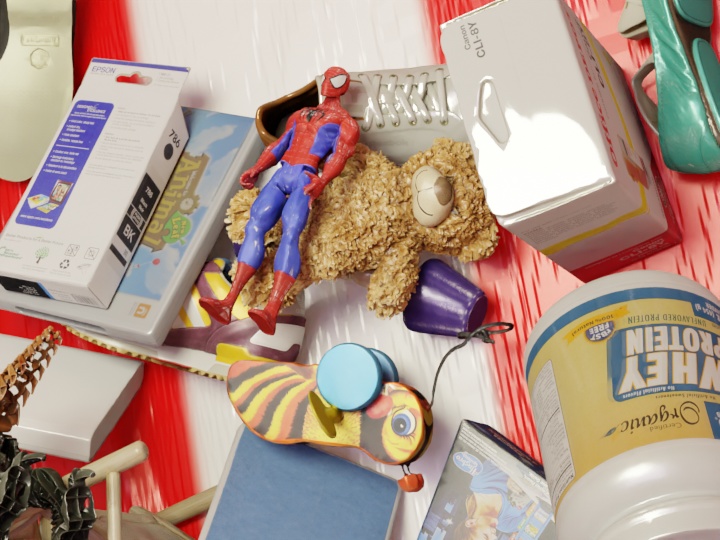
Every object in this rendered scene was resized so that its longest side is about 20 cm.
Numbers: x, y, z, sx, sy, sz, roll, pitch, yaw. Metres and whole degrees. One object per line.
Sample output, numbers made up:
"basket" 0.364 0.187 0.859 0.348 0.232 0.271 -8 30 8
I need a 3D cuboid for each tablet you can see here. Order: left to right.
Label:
"tablet" -0.049 0.201 1.232 0.130 0.014 0.201 22 46 -5

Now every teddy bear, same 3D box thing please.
"teddy bear" -0.003 -0.035 1.267 0.199 0.067 0.146 2 59 17

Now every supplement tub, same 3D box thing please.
"supplement tub" 0.187 0.116 1.134 0.144 0.145 0.201 -24 45 17

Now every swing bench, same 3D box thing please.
"swing bench" -0.195 0.204 1.281 0.199 0.199 0.131 -8 77 22

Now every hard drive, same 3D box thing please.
"hard drive" -0.279 0.088 1.353 0.199 0.132 0.027 10 114 8

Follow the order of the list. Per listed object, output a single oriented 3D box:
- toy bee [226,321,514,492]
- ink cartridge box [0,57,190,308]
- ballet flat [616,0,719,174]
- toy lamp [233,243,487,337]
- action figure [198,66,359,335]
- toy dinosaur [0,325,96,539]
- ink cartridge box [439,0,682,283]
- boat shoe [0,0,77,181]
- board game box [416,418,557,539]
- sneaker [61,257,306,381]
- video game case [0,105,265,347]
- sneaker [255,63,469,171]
"toy bee" 0.005 0.103 1.244 0.199 0.131 0.109 -12 79 34
"ink cartridge box" -0.199 -0.070 1.360 0.099 0.039 0.201 9 64 29
"ballet flat" 0.216 -0.160 1.255 0.070 0.067 0.201 -20 70 33
"toy lamp" 0.000 0.000 1.316 0.199 0.058 0.059 20 88 24
"action figure" -0.049 -0.056 1.241 0.065 0.052 0.201 9 64 31
"toy dinosaur" -0.249 0.136 1.162 0.135 0.102 0.201 26 112 41
"ink cartridge box" 0.138 -0.087 1.196 0.083 0.200 0.146 -21 73 17
"boat shoe" -0.269 -0.174 1.463 0.073 0.063 0.203 7 96 -7
"board game box" 0.101 0.242 1.226 0.200 0.062 0.200 36 96 24
"sneaker" -0.135 0.030 1.362 0.199 0.075 0.091 14 85 16
"video game case" -0.186 -0.046 1.376 0.181 0.022 0.201 11 62 29
"sneaker" 0.016 -0.115 1.318 0.199 0.085 0.073 -12 74 19
